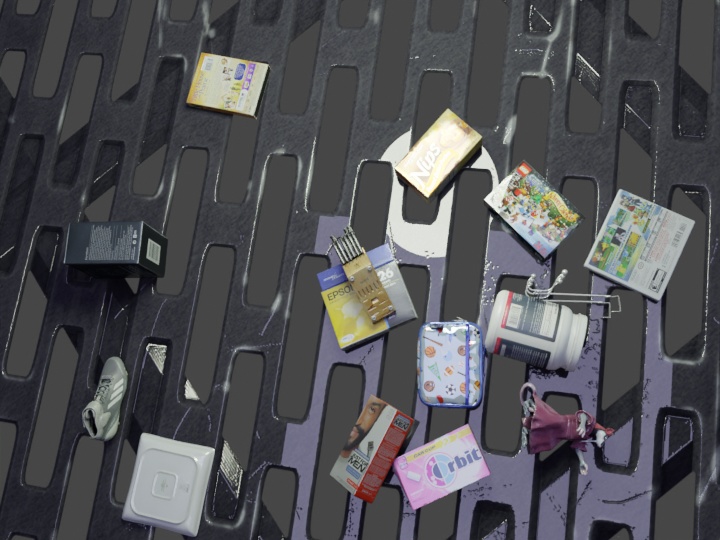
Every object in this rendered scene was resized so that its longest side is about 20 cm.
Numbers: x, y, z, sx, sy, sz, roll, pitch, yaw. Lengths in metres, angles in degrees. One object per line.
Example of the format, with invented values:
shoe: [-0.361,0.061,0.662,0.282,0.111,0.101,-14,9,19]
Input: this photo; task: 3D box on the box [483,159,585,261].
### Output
box: [0.405,-0.140,1.685,0.136,0.038,0.200,-43,74,-2]

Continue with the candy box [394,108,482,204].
candy box: [0.189,-0.276,1.747,0.115,0.055,0.200,42,87,16]

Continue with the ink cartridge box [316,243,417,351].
ink cartridge box: [0.011,0.058,1.708,0.195,0.047,0.203,-23,76,4]

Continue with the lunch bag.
lunch bag: [0.206,0.208,1.622,0.157,0.076,0.205,1,78,8]

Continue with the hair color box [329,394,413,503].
hair color box: [0.024,0.390,1.588,0.110,0.064,0.202,17,76,57]

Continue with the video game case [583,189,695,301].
video game case: [0.631,-0.059,1.634,0.180,0.022,0.203,26,83,15]

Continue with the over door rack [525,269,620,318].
over door rack: [0.463,0.046,1.575,0.196,0.148,0.068,14,85,13]

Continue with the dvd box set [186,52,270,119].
dvd box set: [-0.349,-0.489,1.908,0.196,0.029,0.149,12,80,12]

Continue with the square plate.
square plate: [-0.456,0.502,1.695,0.194,0.028,0.204,8,79,13]

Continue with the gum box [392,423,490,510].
gum box: [0.173,0.432,1.577,0.197,0.066,0.115,-26,74,4]

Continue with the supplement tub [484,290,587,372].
supplement tub: [0.380,0.133,1.571,0.196,0.140,0.143,15,80,12]

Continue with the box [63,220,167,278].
box: [-0.602,-0.049,1.789,0.195,0.149,0.109,-1,76,9]

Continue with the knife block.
knife block: [0.000,0.000,1.680,0.063,0.176,0.202,-28,118,2]

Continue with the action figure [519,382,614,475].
action figure: [0.444,0.340,1.552,0.195,0.136,0.150,3,34,-2]

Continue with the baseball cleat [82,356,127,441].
baseball cleat: [-0.613,0.304,1.729,0.068,0.106,0.204,-6,74,14]
